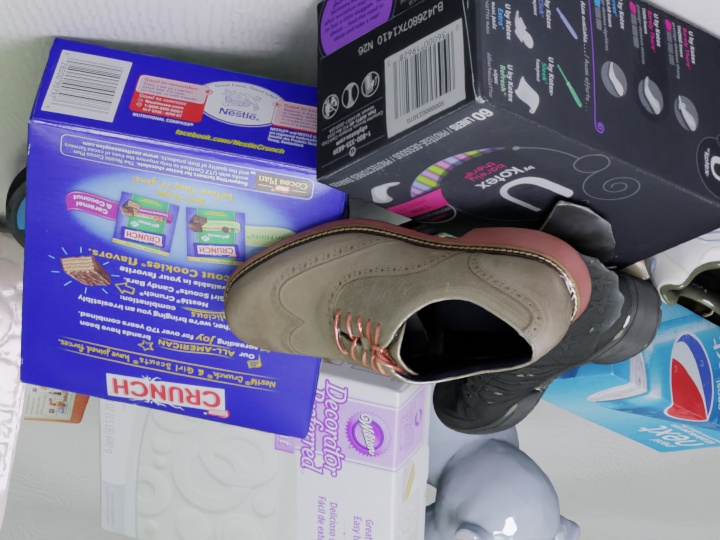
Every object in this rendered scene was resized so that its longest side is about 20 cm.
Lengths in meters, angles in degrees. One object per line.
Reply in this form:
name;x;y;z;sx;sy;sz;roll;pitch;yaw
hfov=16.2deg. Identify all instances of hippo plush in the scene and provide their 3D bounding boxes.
hippo plush;0.081;0.120;1.620;0.159;0.161;0.200;-6;147;-42

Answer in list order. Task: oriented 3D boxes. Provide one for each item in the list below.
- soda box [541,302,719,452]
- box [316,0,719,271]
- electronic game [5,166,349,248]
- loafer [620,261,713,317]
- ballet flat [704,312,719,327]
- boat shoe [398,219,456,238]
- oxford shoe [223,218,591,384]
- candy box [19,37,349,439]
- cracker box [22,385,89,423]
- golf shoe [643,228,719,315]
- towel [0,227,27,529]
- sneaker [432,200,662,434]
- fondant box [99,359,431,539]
soda box;0.164;0.056;1.488;0.068;0.064;0.200;-8;162;31
box;0.087;-0.080;1.290;0.200;0.106;0.122;20;149;-38
electronic game;-0.106;-0.032;1.468;0.200;0.042;0.200;-1;156;-1
loafer;0.144;-0.022;1.465;0.200;0.068;0.076;13;152;-28
ballet flat;0.201;0.016;1.593;0.200;0.057;0.066;-21;127;27
boat shoe;0.000;0.000;1.451;0.200;0.060;0.074;-9;-160;40
oxford shoe;0.011;0.020;1.259;0.200;0.075;0.071;-6;119;29
candy box;-0.095;-0.014;1.363;0.169;0.077;0.200;11;133;1
cracker box;-0.267;0.042;1.609;0.200;0.058;0.134;5;154;-13
golf shoe;0.241;0.013;1.376;0.200;0.097;0.078;17;137;-9
towel;-0.298;0.058;1.507;0.200;0.191;0.032;9;-175;-20
sneaker;0.079;0.028;1.342;0.104;0.060;0.200;17;148;-37
fondant box;-0.060;0.105;1.533;0.200;0.058;0.145;11;116;20
